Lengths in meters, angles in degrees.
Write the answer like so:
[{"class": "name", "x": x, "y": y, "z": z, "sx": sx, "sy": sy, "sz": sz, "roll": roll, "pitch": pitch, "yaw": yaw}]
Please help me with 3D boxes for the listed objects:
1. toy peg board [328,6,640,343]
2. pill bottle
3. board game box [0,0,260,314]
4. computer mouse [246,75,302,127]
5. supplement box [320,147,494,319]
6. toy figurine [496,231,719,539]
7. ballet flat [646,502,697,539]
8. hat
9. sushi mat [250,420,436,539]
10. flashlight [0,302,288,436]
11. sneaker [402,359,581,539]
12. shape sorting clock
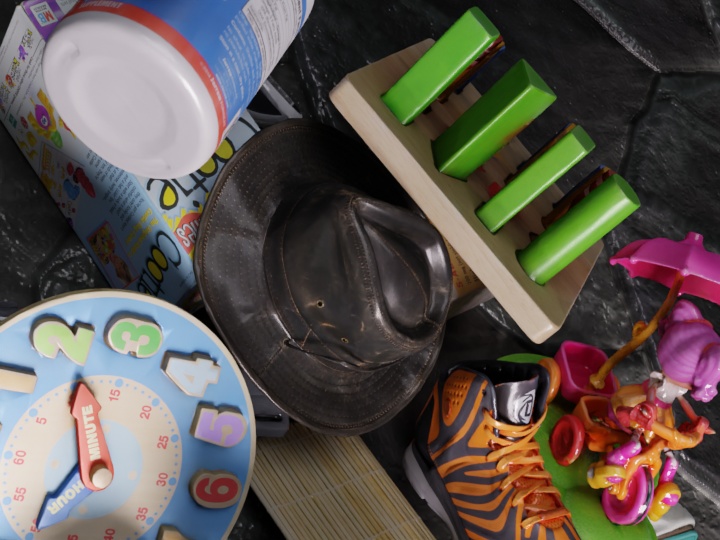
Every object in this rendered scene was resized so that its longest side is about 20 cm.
[{"class": "toy peg board", "x": 0.106, "y": -0.086, "z": 0.835, "sx": 0.201, "sy": 0.098, "sz": 0.199, "roll": 50, "pitch": 26, "yaw": 0}, {"class": "pill bottle", "x": -0.093, "y": -0.159, "z": 0.757, "sx": 0.112, "sy": 0.112, "sz": 0.201, "roll": 35, "pitch": 52, "yaw": -9}, {"class": "board game box", "x": -0.139, "y": -0.078, "z": 0.825, "sx": 0.103, "sy": 0.105, "sz": 0.201, "roll": -30, "pitch": 83, "yaw": -37}, {"class": "computer mouse", "x": -0.119, "y": -0.167, "z": 0.903, "sx": 0.044, "sy": 0.110, "sz": 0.200, "roll": -41, "pitch": 96, "yaw": 5}, {"class": "supplement box", "x": 0.030, "y": -0.023, "z": 0.912, "sx": 0.199, "sy": 0.073, "sz": 0.127, "roll": -23, "pitch": 79, "yaw": -36}, {"class": "toy figurine", "x": 0.190, "y": 0.069, "z": 0.849, "sx": 0.148, "sy": 0.185, "sz": 0.201, "roll": 14, "pitch": 37, "yaw": -22}, {"class": "ballet flat", "x": 0.153, "y": 0.192, "z": 0.887, "sx": 0.198, "sy": 0.069, "sz": 0.070, "roll": -9, "pitch": 70, "yaw": -37}, {"class": "hat", "x": 0.000, "y": 0.000, "z": 0.770, "sx": 0.199, "sy": 0.080, "sz": 0.204, "roll": 6, "pitch": 79, "yaw": -37}, {"class": "sushi mat", "x": 0.002, "y": 0.167, "z": 0.791, "sx": 0.095, "sy": 0.012, "sz": 0.200, "roll": -16, "pitch": 53, "yaw": -36}, {"class": "flashlight", "x": -0.142, "y": 0.059, "z": 0.767, "sx": 0.198, "sy": 0.068, "sz": 0.069, "roll": 5, "pitch": 98, "yaw": -28}, {"class": "sneaker", "x": 0.096, "y": 0.127, "z": 0.795, "sx": 0.077, "sy": 0.113, "sz": 0.200, "roll": -3, "pitch": 31, "yaw": -35}, {"class": "shape sorting clock", "x": -0.148, "y": 0.110, "z": 0.706, "sx": 0.198, "sy": 0.039, "sz": 0.203, "roll": -6, "pitch": 104, "yaw": -25}]
